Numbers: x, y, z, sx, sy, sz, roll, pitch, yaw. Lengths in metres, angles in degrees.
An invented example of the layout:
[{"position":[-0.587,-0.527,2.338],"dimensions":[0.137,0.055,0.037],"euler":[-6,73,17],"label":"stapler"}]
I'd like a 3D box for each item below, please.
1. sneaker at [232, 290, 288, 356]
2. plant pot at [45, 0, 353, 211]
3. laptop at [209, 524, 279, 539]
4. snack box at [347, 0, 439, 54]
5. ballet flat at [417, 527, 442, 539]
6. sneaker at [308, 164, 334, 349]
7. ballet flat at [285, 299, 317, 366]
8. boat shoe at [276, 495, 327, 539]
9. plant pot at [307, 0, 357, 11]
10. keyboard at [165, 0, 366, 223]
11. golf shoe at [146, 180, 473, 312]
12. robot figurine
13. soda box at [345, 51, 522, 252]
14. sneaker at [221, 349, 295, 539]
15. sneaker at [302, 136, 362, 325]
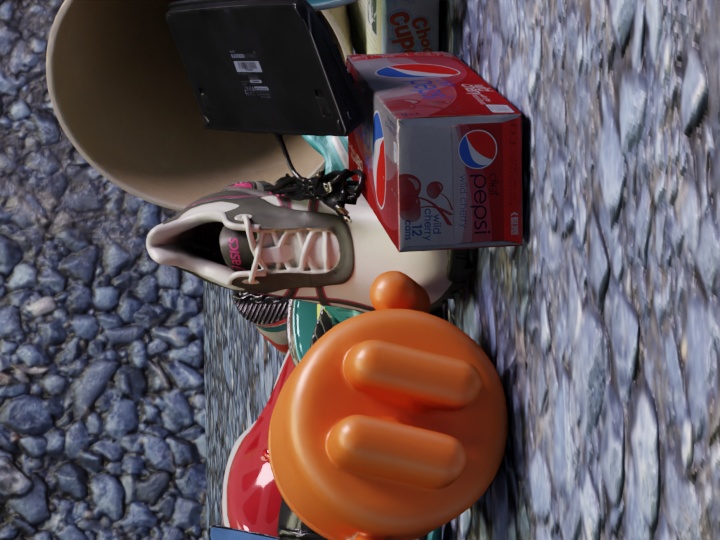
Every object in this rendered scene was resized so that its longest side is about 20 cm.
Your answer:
[{"position":[-0.044,-0.022,1.906],"dimensions":[0.093,0.070,0.200],"euler":[57,-148,-48],"label":"sneaker"},{"position":[-0.087,-0.166,1.605],"dimensions":[0.200,0.187,0.188],"euler":[-81,-5,-56],"label":"plant pot"},{"position":[-0.030,0.288,1.673],"dimensions":[0.200,0.116,0.188],"euler":[-118,26,-68],"label":"laptop"},{"position":[0.016,-0.180,1.533],"dimensions":[0.200,0.037,0.116],"euler":[-109,17,-67],"label":"snack box"},{"position":[0.011,0.226,1.523],"dimensions":[0.071,0.065,0.200],"euler":[-48,-35,-63],"label":"ballet flat"},{"position":[0.008,0.028,1.587],"dimensions":[0.076,0.075,0.200],"euler":[12,-102,-76],"label":"sneaker"},{"position":[-0.008,-0.013,1.692],"dimensions":[0.068,0.068,0.200],"euler":[79,-163,-73],"label":"ballet flat"},{"position":[-0.011,0.148,1.644],"dimensions":[0.201,0.074,0.063],"euler":[-18,-63,-81],"label":"boat shoe"},{"position":[-0.039,-0.277,1.389],"dimensions":[0.200,0.200,0.188],"euler":[96,-177,-46],"label":"plant pot"},{"position":[-0.045,-0.089,1.369],"dimensions":[0.200,0.021,0.127],"euler":[11,123,66],"label":"keyboard"},{"position":[-0.028,-0.008,1.421],"dimensions":[0.200,0.088,0.077],"euler":[2,100,42],"label":"golf shoe"},{"position":[0.013,0.083,1.332],"dimensions":[0.144,0.116,0.200],"euler":[63,168,7],"label":"robot figurine"},{"position":[0.035,-0.063,1.310],"dimensions":[0.200,0.063,0.070],"euler":[-117,25,-75],"label":"soda box"},{"position":[-0.041,0.095,1.749],"dimensions":[0.116,0.078,0.200],"euler":[106,179,-56],"label":"sneaker"},{"position":[0.000,0.000,1.510],"dimensions":[0.078,0.080,0.200],"euler":[43,-135,-81],"label":"sneaker"}]
